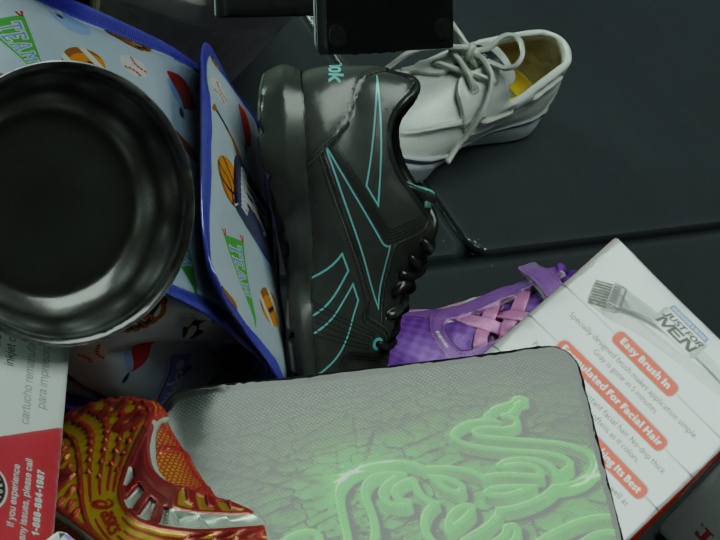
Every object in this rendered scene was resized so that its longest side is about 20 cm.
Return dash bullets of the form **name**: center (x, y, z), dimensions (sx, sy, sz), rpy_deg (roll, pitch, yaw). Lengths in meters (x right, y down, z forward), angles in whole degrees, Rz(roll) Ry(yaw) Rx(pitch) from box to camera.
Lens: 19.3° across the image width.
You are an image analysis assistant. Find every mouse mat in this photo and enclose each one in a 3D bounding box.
- **mouse mat**: center (0.019, 0.116, 0.934), dimensions (0.199, 0.008, 0.161), rpy_deg (-6, 66, -14)

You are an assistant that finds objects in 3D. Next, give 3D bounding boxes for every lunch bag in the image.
- **lunch bag**: center (-0.119, -0.028, 0.981), dimensions (0.200, 0.124, 0.170), rpy_deg (23, 42, -31)

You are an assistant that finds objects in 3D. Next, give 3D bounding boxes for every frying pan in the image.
- **frying pan**: center (-0.145, 0.000, 0.845), dimensions (0.190, 0.031, 0.115), rpy_deg (-48, 113, -19)

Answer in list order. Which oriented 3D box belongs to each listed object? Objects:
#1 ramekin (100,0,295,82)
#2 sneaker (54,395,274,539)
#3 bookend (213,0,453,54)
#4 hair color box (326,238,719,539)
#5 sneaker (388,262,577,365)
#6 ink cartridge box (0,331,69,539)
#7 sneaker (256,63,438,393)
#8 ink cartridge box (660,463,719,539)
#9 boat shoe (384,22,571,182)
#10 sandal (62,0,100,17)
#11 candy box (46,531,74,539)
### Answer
- **ramekin**: center (-0.124, -0.179, 1.164), dimensions (0.202, 0.094, 0.203), rpy_deg (21, 39, -18)
- **sneaker**: center (-0.085, 0.113, 0.874), dimensions (0.073, 0.077, 0.200), rpy_deg (-31, 33, -13)
- **bookend**: center (-0.056, -0.212, 1.078), dimensions (0.092, 0.199, 0.200), rpy_deg (-9, 11, -44)
- **hair color box**: center (0.087, 0.091, 0.998), dimensions (0.200, 0.064, 0.111), rpy_deg (-39, 76, -24)
- **sneaker**: center (0.079, 0.034, 1.098), dimensions (0.200, 0.089, 0.081), rpy_deg (-1, 51, -38)
- **ink cartridge box**: center (-0.223, 0.059, 0.831), dimensions (0.200, 0.084, 0.145), rpy_deg (19, 40, -20)
- **sneaker**: center (0.000, 0.000, 0.999), dimensions (0.079, 0.201, 0.075), rpy_deg (-7, 8, 1)
- **ink cartridge box**: center (0.272, 0.113, 1.074), dimensions (0.145, 0.200, 0.084), rpy_deg (47, 35, 15)
- **boat shoe**: center (0.062, -0.110, 1.243), dimensions (0.202, 0.086, 0.075), rpy_deg (-16, 60, -47)
- **sandal**: center (-0.157, -0.146, 1.015), dimensions (0.080, 0.201, 0.058), rpy_deg (11, 60, -14)
- **candy box**: center (-0.091, 0.209, 0.673), dimensions (0.168, 0.200, 0.072), rpy_deg (41, 38, 7)
